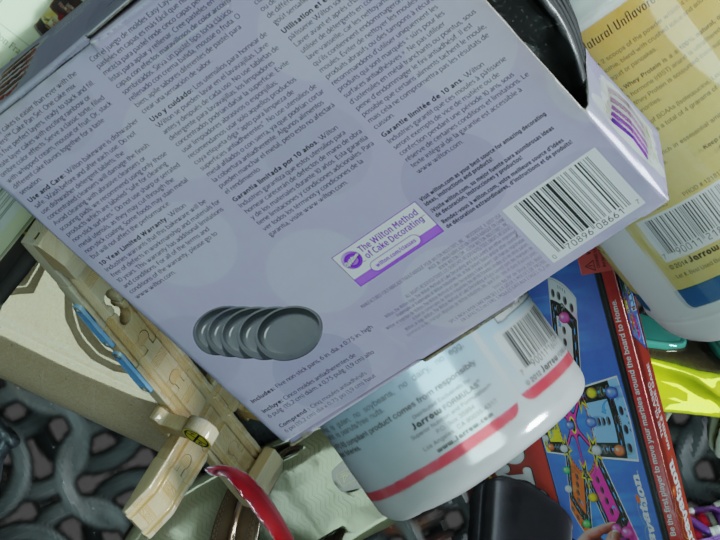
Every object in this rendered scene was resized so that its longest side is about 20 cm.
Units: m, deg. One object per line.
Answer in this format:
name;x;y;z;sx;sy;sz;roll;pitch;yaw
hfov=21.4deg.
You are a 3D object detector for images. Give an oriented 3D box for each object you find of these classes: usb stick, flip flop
usb stick;0.064;0.171;0.806;0.055;0.200;0.033;33;128;-21
flip flop;-0.037;0.124;0.904;0.200;0.058;0.081;-30;99;-2

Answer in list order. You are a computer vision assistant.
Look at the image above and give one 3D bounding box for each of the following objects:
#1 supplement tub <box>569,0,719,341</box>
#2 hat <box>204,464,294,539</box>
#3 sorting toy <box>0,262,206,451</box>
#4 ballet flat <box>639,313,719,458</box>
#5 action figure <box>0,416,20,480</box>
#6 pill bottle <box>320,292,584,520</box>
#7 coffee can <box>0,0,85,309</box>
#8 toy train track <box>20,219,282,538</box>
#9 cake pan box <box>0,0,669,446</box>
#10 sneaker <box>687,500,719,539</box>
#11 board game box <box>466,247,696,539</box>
supplement tub;0.127;-0.087;0.774;0.145;0.145;0.200;-39;103;-1
hat;0.020;0.181;0.900;0.166;0.200;0.176;-18;68;-24
sorting toy;-0.124;-0.037;0.890;0.185;0.036;0.200;26;98;-9
ballet flat;0.160;0.056;0.920;0.200;0.067;0.067;7;110;-2
action figure;-0.254;0.137;0.862;0.193;0.105;0.200;28;91;1
pill bottle;0.000;0.000;0.827;0.109;0.109;0.200;-35;90;-1
coffee can;-0.148;-0.100;0.783;0.146;0.146;0.200;39;96;-9
toy train track;-0.076;0.042;0.808;0.115;0.033;0.200;-60;139;-25
cake pan box;-0.014;-0.049;0.693;0.200;0.052;0.184;-35;118;25
sneaker;0.171;0.140;0.921;0.200;0.081;0.083;-42;94;0
board game box;0.089;0.067;0.881;0.103;0.019;0.200;-10;102;30
